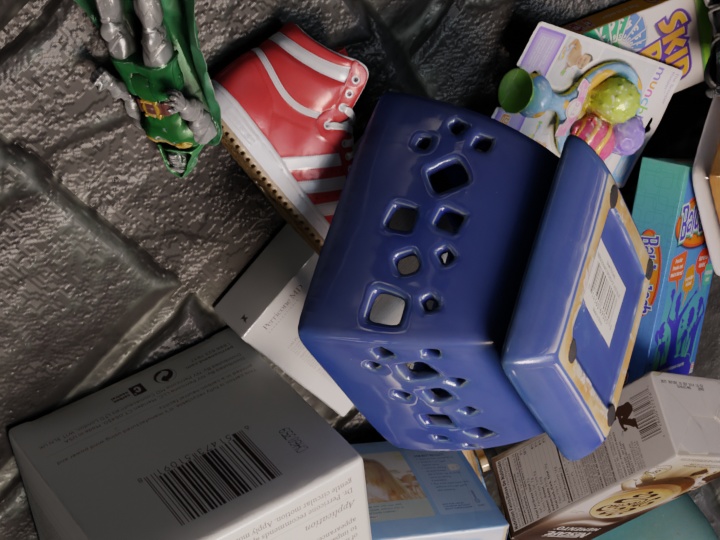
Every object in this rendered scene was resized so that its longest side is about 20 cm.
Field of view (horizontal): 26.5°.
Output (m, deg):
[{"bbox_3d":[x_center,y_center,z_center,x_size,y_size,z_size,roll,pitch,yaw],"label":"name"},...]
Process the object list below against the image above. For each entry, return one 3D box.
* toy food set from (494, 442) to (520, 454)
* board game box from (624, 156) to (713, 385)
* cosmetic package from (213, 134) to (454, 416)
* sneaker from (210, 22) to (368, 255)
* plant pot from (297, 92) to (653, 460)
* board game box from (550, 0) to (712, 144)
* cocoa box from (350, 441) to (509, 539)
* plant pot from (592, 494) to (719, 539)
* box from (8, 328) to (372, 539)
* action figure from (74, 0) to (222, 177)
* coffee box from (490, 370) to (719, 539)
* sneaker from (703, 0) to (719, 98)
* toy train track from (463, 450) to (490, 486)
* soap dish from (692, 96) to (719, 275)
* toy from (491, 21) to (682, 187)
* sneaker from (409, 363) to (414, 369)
[{"bbox_3d":[0.216,0.125,1.485,0.200,0.060,0.144,-40,124,-12],"label":"toy food set"},{"bbox_3d":[0.277,0.000,1.379,0.152,0.045,0.202,-8,109,-60],"label":"board game box"},{"bbox_3d":[0.000,0.000,1.219,0.200,0.052,0.151,-49,138,-2],"label":"cosmetic package"},{"bbox_3d":[-0.019,-0.084,1.103,0.112,0.071,0.200,-43,115,-9],"label":"sneaker"},{"bbox_3d":[0.094,0.014,1.078,0.200,0.178,0.201,52,53,-53],"label":"plant pot"},{"bbox_3d":[0.233,-0.183,1.304,0.199,0.030,0.096,-25,132,-27],"label":"board game box"},{"bbox_3d":[0.004,0.234,1.294,0.198,0.134,0.132,-2,121,-21],"label":"cocoa box"},{"bbox_3d":[0.281,0.314,1.516,0.199,0.188,0.200,-35,158,-16],"label":"plant pot"},{"bbox_3d":[-0.123,0.174,1.131,0.198,0.200,0.132,-24,129,-25],"label":"box"},{"bbox_3d":[-0.136,-0.130,0.995,0.055,0.117,0.201,-60,154,-27],"label":"action figure"},{"bbox_3d":[0.226,0.168,1.347,0.112,0.080,0.200,8,147,-40],"label":"coffee box"},{"bbox_3d":[0.309,-0.202,1.255,0.200,0.078,0.140,44,66,-18],"label":"sneaker"},{"bbox_3d":[0.100,0.188,1.421,0.114,0.033,0.201,-20,140,-1],"label":"toy train track"},{"bbox_3d":[0.363,-0.102,1.364,0.201,0.081,0.158,-65,146,-33],"label":"soap dish"},{"bbox_3d":[0.193,-0.125,1.259,0.199,0.047,0.116,10,114,-41],"label":"toy"},{"bbox_3d":[0.142,0.050,1.277,0.146,0.080,0.201,39,62,-12],"label":"sneaker"}]
